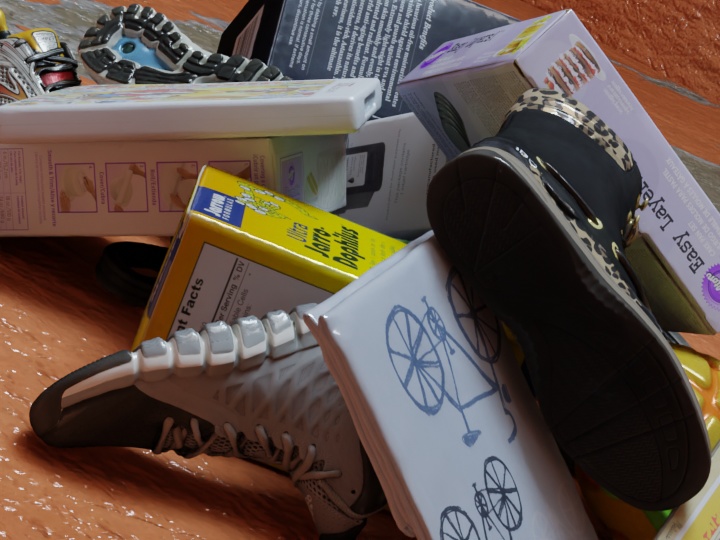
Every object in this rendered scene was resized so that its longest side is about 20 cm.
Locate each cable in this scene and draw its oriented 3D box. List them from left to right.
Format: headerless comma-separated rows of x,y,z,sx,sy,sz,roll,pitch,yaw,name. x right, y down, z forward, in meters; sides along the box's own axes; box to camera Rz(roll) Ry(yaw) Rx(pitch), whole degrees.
-0.097,0.002,1.302,0.097,0.050,0.200,41,28,4,cable

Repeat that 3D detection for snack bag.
0.051,0.087,0.949,0.201,0.021,0.188,65,23,-4,snack bag

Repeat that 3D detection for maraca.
0.161,0.093,1.134,0.200,0.107,0.138,34,34,-45,maraca

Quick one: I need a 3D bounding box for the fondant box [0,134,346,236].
-0.122,-0.055,1.235,0.198,0.059,0.144,-1,8,16,fondant box

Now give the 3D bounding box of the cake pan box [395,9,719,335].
0.123,-0.048,1.197,0.200,0.052,0.184,52,-13,-11,cake pan box

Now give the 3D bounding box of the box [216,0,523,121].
0.002,-0.126,1.542,0.197,0.124,0.200,20,-21,-16,box

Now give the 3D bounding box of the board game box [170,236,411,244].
0.000,0.000,1.264,0.134,0.029,0.199,1,-4,38,board game box

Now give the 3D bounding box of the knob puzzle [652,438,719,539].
0.242,0.166,1.032,0.218,0.030,0.221,25,40,-23,knob puzzle

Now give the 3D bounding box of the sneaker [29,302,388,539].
-0.046,0.082,0.978,0.198,0.117,0.075,-15,-8,-13,sneaker

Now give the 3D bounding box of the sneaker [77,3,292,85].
-0.097,-0.101,1.403,0.199,0.078,0.090,36,-18,25,sneaker

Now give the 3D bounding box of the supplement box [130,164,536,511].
-0.013,0.040,1.098,0.198,0.110,0.110,22,14,-6,supplement box

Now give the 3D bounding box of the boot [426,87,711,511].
0.115,0.006,1.042,0.201,0.073,0.151,52,26,-8,boot

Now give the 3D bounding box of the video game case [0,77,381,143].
-0.092,-0.093,1.207,0.198,0.023,0.182,-2,8,5,video game case

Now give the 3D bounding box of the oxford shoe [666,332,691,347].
0.151,0.058,1.413,0.084,0.073,0.199,-14,34,-40,oxford shoe

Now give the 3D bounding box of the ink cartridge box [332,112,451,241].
0.047,-0.042,1.390,0.144,0.084,0.199,16,-13,-35,ink cartridge box

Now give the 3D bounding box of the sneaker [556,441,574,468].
0.206,0.104,1.269,0.198,0.082,0.073,22,11,-11,sneaker

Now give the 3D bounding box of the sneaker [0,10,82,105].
-0.220,-0.118,1.416,0.199,0.083,0.078,33,16,30,sneaker
